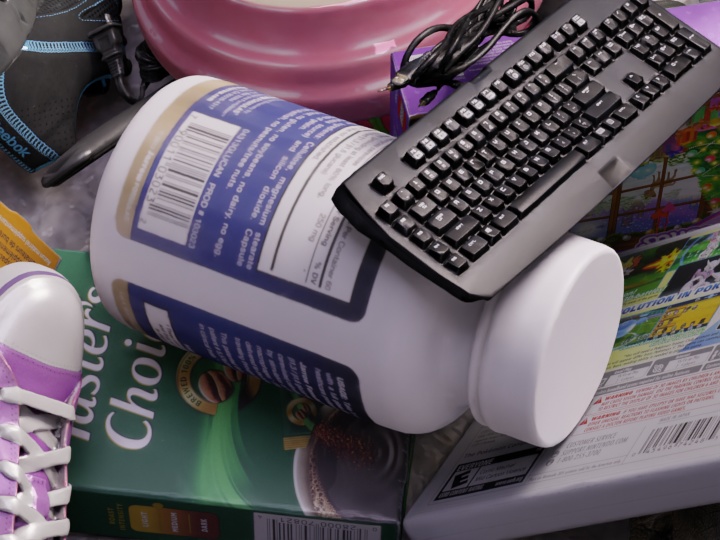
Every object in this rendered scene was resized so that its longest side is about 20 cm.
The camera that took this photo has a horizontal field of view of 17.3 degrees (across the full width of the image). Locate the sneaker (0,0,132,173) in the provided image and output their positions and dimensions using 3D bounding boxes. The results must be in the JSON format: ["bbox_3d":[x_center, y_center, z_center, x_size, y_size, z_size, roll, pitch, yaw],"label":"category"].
[{"bbox_3d":[-0.145,-0.127,1.138,0.073,0.082,0.201,-21,29,37],"label":"sneaker"}]

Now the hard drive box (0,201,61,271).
[{"bbox_3d":[-0.222,0.042,0.932,0.076,0.156,0.201,16,73,28],"label":"hard drive box"}]

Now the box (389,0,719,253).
[{"bbox_3d":[0.111,-0.054,1.045,0.198,0.137,0.039,-10,56,-7],"label":"box"}]

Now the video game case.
[{"bbox_3d":[0.130,0.036,0.956,0.022,0.199,0.183,54,48,-17],"label":"video game case"}]

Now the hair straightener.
[{"bbox_3d":[-0.086,-0.095,1.092,0.077,0.041,0.200,50,48,-11],"label":"hair straightener"}]

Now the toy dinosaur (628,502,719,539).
[{"bbox_3d":[0.139,0.097,0.951,0.077,0.200,0.103,21,96,25],"label":"toy dinosaur"}]

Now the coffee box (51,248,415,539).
[{"bbox_3d":[-0.074,0.057,1.024,0.198,0.044,0.124,7,58,4],"label":"coffee box"}]

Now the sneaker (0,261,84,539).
[{"bbox_3d":[-0.129,0.102,0.919,0.114,0.072,0.202,15,87,42],"label":"sneaker"}]

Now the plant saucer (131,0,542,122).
[{"bbox_3d":[-0.011,-0.156,1.071,0.199,0.051,0.202,-6,52,7],"label":"plant saucer"}]

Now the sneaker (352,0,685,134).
[{"bbox_3d":[0.070,-0.103,1.114,0.198,0.077,0.084,-10,55,-12],"label":"sneaker"}]

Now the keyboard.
[{"bbox_3d":[0.063,-0.070,0.921,0.104,0.040,0.200,32,45,18],"label":"keyboard"}]

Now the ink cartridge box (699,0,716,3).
[{"bbox_3d":[0.263,-0.140,1.120,0.198,0.067,0.116,-3,56,-19],"label":"ink cartridge box"}]

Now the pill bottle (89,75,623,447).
[{"bbox_3d":[0.000,0.000,0.952,0.199,0.111,0.111,20,58,24],"label":"pill bottle"}]
